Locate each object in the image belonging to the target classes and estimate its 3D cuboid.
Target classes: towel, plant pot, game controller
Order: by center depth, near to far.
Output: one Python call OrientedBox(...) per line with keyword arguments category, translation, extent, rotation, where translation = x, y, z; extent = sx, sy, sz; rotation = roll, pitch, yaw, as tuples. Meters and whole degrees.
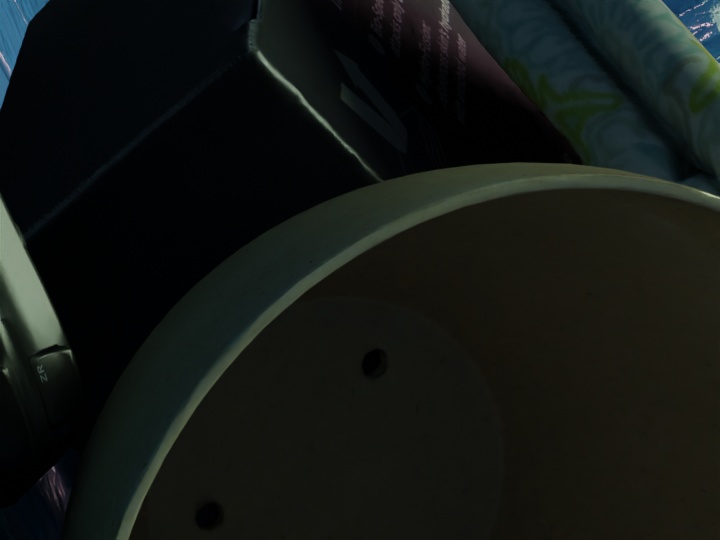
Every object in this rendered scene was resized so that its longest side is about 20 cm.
OrientedBox(category="game controller", translation=(-0.116, -0.041, 0.631), extent=(0.201, 0.042, 0.104), rotation=(65, -15, 2))
OrientedBox(category="plant pot", translation=(0.016, 0.065, 0.658), extent=(0.201, 0.200, 0.134), rotation=(65, -14, -21))
OrientedBox(category="towel", translation=(0.088, -0.026, 0.775), extent=(0.171, 0.048, 0.200), rotation=(40, 11, -50))

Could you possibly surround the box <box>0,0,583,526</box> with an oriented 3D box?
OrientedBox(category="box", translation=(0.000, 0.000, 0.826), extent=(0.200, 0.117, 0.197), rotation=(45, 20, -19))
